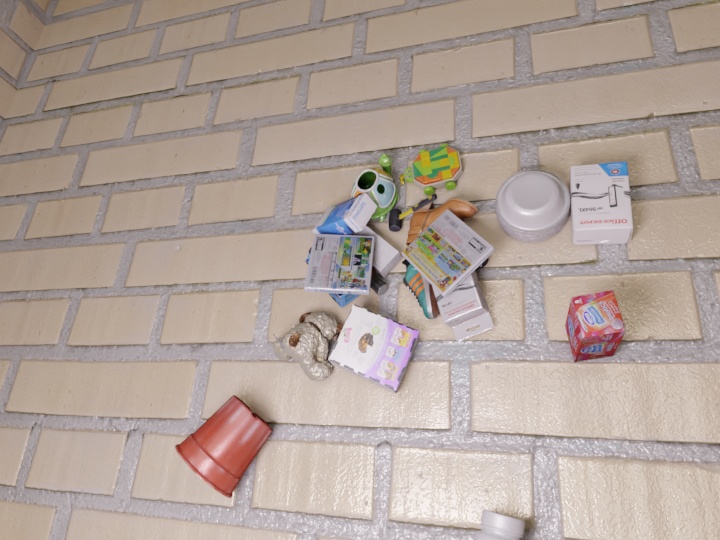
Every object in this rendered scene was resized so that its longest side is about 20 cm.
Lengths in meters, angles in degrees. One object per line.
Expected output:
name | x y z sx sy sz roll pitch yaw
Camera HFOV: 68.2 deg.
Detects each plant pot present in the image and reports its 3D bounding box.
plant pot | -0.350 0.456 1.420 0.200 0.201 0.196 33 71 29

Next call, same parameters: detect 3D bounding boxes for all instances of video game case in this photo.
video game case | 0.233 -0.050 1.440 0.182 0.023 0.200 -43 50 1
video game case | -0.056 -0.021 1.501 0.180 0.022 0.202 3 51 5

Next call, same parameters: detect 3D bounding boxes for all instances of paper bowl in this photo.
paper bowl | 0.475 -0.189 1.471 0.198 0.104 0.203 -7 63 15

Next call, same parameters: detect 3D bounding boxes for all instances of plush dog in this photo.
plush dog | -0.138 0.183 1.504 0.199 0.162 0.172 25 50 25

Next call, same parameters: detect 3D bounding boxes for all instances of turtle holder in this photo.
turtle holder | 0.052 -0.254 1.631 0.185 0.132 0.141 -39 59 -1

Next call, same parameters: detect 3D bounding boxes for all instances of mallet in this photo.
mallet | 0.149 -0.167 1.555 0.199 0.041 0.067 -19 56 53

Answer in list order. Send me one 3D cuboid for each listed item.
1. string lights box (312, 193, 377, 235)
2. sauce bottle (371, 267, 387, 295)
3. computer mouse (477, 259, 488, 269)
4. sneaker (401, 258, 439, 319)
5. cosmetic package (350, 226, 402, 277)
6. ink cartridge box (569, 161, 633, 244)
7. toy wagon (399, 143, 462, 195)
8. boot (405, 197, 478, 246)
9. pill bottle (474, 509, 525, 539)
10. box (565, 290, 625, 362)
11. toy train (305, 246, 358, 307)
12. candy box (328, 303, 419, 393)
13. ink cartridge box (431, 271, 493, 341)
string lights box | -0.050 -0.155 1.594 0.199 0.059 0.103 -12 39 52
sauce bottle | 0.000 0.000 1.573 0.065 0.065 0.200 -45 62 -5
computer mouse | 0.265 -0.029 1.516 0.198 0.034 0.059 0 89 24
sneaker | 0.166 0.048 1.495 0.079 0.071 0.202 -21 62 25
cosmetic package | 0.026 -0.072 1.603 0.083 0.051 0.200 -44 60 -7
ink cartridge box | 0.638 -0.178 1.419 0.144 0.084 0.202 -2 65 19
toy wagon | 0.214 -0.311 1.654 0.198 0.040 0.157 -11 63 14
boot | 0.230 -0.131 1.538 0.198 0.077 0.157 9 64 28
pill bottle | 0.294 0.634 1.147 0.112 0.113 0.202 7 68 22
box | 0.542 0.135 1.241 0.094 0.200 0.101 -10 63 12
toy train | -0.085 0.011 1.565 0.086 0.115 0.200 -33 57 -21
candy box | 0.038 0.209 1.434 0.198 0.072 0.169 22 75 13
ink cartridge box | 0.267 0.074 1.427 0.115 0.068 0.202 -26 62 22
